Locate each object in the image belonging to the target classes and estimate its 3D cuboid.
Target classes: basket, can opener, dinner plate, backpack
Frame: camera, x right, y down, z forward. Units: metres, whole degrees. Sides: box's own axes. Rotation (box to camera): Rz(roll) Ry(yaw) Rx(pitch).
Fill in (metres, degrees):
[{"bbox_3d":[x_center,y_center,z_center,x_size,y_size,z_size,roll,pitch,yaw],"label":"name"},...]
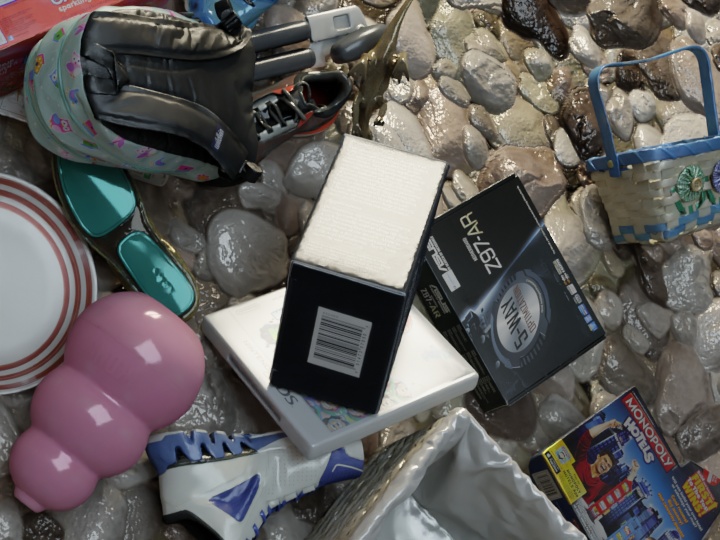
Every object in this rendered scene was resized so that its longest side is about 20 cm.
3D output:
[{"bbox_3d":[0.335,-0.138,1.751,0.175,0.139,0.202,-17,92,-32],"label":"basket"},{"bbox_3d":[0.066,0.271,1.452,0.200,0.161,0.198,47,58,-7],"label":"basket"},{"bbox_3d":[-0.056,-0.225,1.592,0.199,0.067,0.054,-21,104,-40],"label":"can opener"},{"bbox_3d":[-0.327,0.011,1.394,0.198,0.024,0.202,10,68,-26],"label":"dinner plate"},{"bbox_3d":[-0.188,-0.151,1.385,0.199,0.126,0.169,5,73,-47],"label":"backpack"}]

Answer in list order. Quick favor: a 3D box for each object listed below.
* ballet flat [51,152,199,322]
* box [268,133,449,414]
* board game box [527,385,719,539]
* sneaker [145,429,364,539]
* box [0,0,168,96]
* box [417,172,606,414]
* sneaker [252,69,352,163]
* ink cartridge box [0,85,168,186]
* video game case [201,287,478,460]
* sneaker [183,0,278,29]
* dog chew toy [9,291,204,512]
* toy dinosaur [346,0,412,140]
[{"bbox_3d":[-0.216,-0.035,1.448,0.070,0.071,0.201,-35,90,-33],"label":"ballet flat"},{"bbox_3d":[0.000,0.000,1.452,0.106,0.149,0.201,16,40,4],"label":"box"},{"bbox_3d":[0.284,0.234,1.647,0.199,0.062,0.201,-28,89,-34],"label":"board game box"},{"bbox_3d":[-0.097,0.204,1.436,0.197,0.080,0.117,1,77,-22],"label":"sneaker"},{"bbox_3d":[-0.281,-0.243,1.435,0.199,0.095,0.103,-28,79,-23],"label":"box"},{"bbox_3d":[0.145,0.021,1.648,0.159,0.043,0.201,-29,89,-34],"label":"box"},{"bbox_3d":[-0.089,-0.152,1.548,0.199,0.082,0.077,-33,92,-34],"label":"sneaker"},{"bbox_3d":[-0.255,-0.184,1.497,0.198,0.050,0.162,17,66,-6],"label":"ink cartridge box"},{"bbox_3d":[-0.019,0.077,1.493,0.199,0.024,0.182,-19,51,-33],"label":"video game case"},{"bbox_3d":[-0.097,-0.303,1.588,0.078,0.090,0.200,47,61,-8],"label":"sneaker"},{"bbox_3d":[-0.223,0.117,1.362,0.124,0.124,0.201,40,77,-12],"label":"dog chew toy"},{"bbox_3d":[0.019,-0.203,1.583,0.058,0.101,0.202,18,105,-4],"label":"toy dinosaur"}]
